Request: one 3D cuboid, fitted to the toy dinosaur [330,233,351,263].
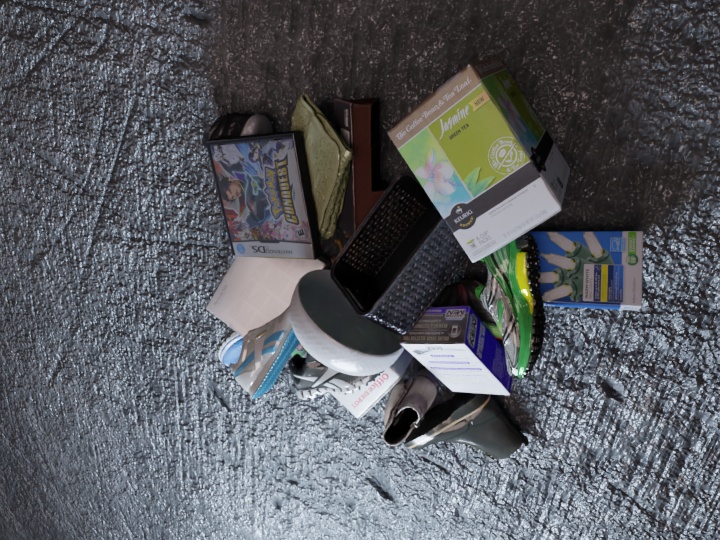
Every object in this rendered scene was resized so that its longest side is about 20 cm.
[{"bbox_3d":[0.000,0.000,0.945,0.104,0.060,0.203,-13,106,27],"label":"toy dinosaur"}]

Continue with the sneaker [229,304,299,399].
[{"bbox_3d":[-0.154,0.119,0.937,0.080,0.076,0.202,37,99,17],"label":"sneaker"}]

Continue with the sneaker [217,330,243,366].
[{"bbox_3d":[-0.212,0.144,1.094,0.090,0.078,0.199,50,122,1],"label":"sneaker"}]

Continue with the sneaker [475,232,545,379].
[{"bbox_3d":[0.207,0.051,0.756,0.084,0.078,0.205,-3,100,32],"label":"sneaker"}]

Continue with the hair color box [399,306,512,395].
[{"bbox_3d":[0.157,0.129,0.858,0.108,0.066,0.200,-4,148,34],"label":"hair color box"}]

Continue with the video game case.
[{"bbox_3d":[-0.158,-0.117,0.892,0.177,0.025,0.204,3,114,29],"label":"video game case"}]

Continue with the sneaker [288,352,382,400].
[{"bbox_3d":[-0.050,0.162,0.931,0.197,0.066,0.092,-19,105,33],"label":"sneaker"}]

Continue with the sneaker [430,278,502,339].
[{"bbox_3d":[0.163,0.049,0.879,0.196,0.077,0.085,18,80,-2],"label":"sneaker"}]

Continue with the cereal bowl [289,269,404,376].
[{"bbox_3d":[-0.027,0.092,0.861,0.198,0.200,0.084,35,116,7],"label":"cereal bowl"}]

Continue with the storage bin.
[{"bbox_3d":[0.063,-0.025,0.808,0.201,0.093,0.135,-52,41,10],"label":"storage bin"}]

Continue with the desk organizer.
[{"bbox_3d":[0.009,-0.160,0.849,0.072,0.076,0.204,-139,42,-58],"label":"desk organizer"}]

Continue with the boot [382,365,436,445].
[{"bbox_3d":[0.073,0.256,0.968,0.069,0.146,0.202,29,121,8],"label":"boot"}]

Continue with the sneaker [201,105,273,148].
[{"bbox_3d":[-0.219,-0.186,0.963,0.112,0.075,0.203,25,120,21],"label":"sneaker"}]

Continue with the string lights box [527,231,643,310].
[{"bbox_3d":[0.295,-0.001,0.787,0.196,0.059,0.105,1,82,24],"label":"string lights box"}]

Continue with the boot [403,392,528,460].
[{"bbox_3d":[0.186,0.307,0.984,0.139,0.078,0.199,46,123,-5],"label":"boot"}]

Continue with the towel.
[{"bbox_3d":[-0.073,-0.159,0.866,0.149,0.036,0.202,55,149,26],"label":"towel"}]

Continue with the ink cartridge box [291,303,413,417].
[{"bbox_3d":[-0.023,0.147,1.002,0.200,0.087,0.146,44,122,4],"label":"ink cartridge box"}]

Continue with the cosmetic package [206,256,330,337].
[{"bbox_3d":[-0.169,0.028,1.000,0.150,0.052,0.202,34,98,5],"label":"cosmetic package"}]

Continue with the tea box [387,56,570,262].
[{"bbox_3d":[0.165,-0.155,0.720,0.133,0.200,0.198,-33,96,31],"label":"tea box"}]
